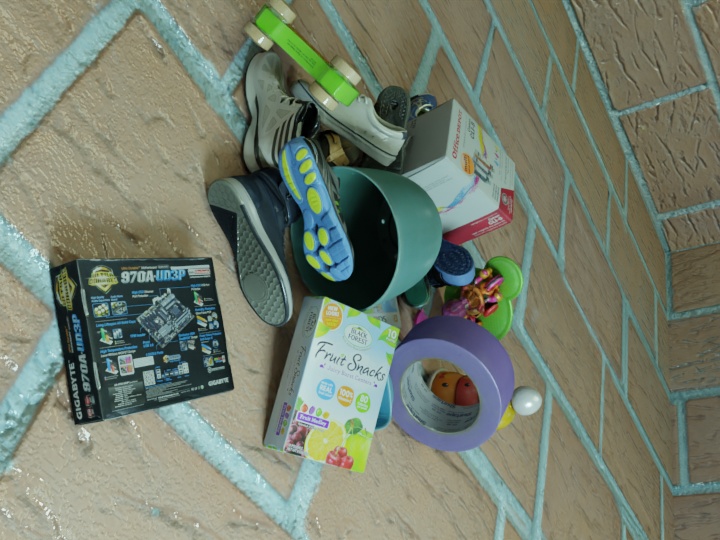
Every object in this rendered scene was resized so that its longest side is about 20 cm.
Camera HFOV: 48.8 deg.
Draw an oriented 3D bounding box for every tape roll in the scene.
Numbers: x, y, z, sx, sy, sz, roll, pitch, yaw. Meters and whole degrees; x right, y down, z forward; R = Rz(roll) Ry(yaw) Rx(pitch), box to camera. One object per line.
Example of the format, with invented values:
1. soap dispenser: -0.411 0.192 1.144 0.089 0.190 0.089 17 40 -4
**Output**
1. tape roll: 0.139 0.180 1.262 0.085 0.198 0.202 -44 115 -56

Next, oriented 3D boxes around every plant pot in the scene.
1. plant pot: 0.025 -0.051 1.143 0.160 0.199 0.203 -12 88 -49

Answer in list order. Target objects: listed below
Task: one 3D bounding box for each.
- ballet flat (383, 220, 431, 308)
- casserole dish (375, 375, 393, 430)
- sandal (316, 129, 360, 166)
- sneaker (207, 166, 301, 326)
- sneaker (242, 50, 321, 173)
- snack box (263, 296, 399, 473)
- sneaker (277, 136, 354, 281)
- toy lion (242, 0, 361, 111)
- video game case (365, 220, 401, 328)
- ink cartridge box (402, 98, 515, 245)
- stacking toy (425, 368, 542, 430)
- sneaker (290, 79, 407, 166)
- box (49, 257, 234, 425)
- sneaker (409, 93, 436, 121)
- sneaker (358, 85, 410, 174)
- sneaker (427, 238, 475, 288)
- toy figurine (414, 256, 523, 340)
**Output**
1. ballet flat: 0.076 -0.032 1.389 0.074 0.073 0.203 -6 86 -59
2. casserole dish: -0.016 0.179 1.165 0.199 0.038 0.123 10 70 -58
3. sandal: -0.040 -0.184 1.255 0.200 0.054 0.083 -34 107 -58
4. sneaker: -0.109 -0.040 1.063 0.146 0.076 0.205 -30 103 -56
5. sneaker: -0.101 -0.232 1.115 0.075 0.114 0.203 28 55 -51
6. snack box: -0.035 0.152 1.051 0.141 0.053 0.203 25 74 -37
7. sneaker: -0.046 -0.082 1.047 0.083 0.070 0.202 -41 118 -55
8. toy lion: -0.078 -0.313 1.151 0.200 0.069 0.192 44 10 3
9. video game case: 0.000 0.000 1.279 0.181 0.022 0.203 2 76 -59
10. ink cartridge box: 0.162 -0.171 1.418 0.199 0.144 0.147 36 48 -33
11. stacking toy: 0.221 0.231 1.375 0.146 0.198 0.148 30 53 -51
12. sneaker: -0.015 -0.248 1.244 0.199 0.071 0.073 32 18 -15
13. box: -0.227 0.068 0.855 0.199 0.046 0.161 -4 81 -59
14. sneaker: 0.119 -0.293 1.538 0.076 0.076 0.201 62 34 -22
15. sneaker: 0.037 -0.208 1.366 0.114 0.075 0.202 -167 -93 -85
16. sneaker: 0.150 -0.002 1.398 0.200 0.069 0.079 -132 -158 -63
17. toy figurine: 0.179 0.076 1.410 0.151 0.200 0.183 50 41 14
